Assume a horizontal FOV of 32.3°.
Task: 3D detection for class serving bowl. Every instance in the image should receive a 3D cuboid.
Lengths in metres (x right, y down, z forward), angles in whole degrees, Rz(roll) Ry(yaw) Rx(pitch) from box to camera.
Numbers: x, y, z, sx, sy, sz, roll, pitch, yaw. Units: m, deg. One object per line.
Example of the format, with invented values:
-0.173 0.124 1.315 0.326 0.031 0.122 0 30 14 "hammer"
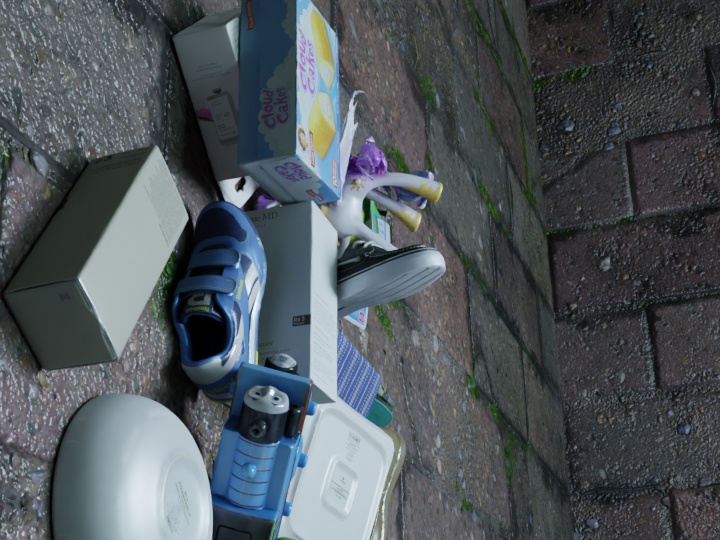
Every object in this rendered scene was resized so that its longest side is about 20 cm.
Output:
-0.169 0.196 1.011 0.200 0.065 0.201 -9 90 -72 "serving bowl"

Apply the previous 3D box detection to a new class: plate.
-0.031 0.234 1.347 0.200 0.032 0.201 43 54 -43 "plate"

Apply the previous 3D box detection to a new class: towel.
-0.039 0.154 1.430 0.145 0.024 0.200 -64 153 -14 "towel"

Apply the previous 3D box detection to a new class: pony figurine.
-0.014 -0.094 1.414 0.166 0.199 0.194 -179 -73 -74 "pony figurine"

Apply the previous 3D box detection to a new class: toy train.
-0.095 0.178 1.136 0.114 0.086 0.201 -72 176 -74 "toy train"

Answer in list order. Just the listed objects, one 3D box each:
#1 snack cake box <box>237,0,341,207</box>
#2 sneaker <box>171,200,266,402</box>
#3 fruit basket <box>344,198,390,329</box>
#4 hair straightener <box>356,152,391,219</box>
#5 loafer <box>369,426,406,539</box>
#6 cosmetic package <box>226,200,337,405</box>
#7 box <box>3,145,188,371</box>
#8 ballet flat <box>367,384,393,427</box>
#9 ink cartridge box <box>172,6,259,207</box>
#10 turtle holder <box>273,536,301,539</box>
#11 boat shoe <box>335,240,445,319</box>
-0.072 -0.179 1.286 0.115 0.067 0.201 45 40 -61 "snack cake box"
-0.137 0.021 1.194 0.082 0.074 0.201 40 43 -62 "sneaker"
-0.034 -0.043 1.527 0.200 0.093 0.186 43 41 -58 "fruit basket"
0.004 -0.067 1.682 0.041 0.077 0.201 48 36 -63 "hair straightener"
-0.006 0.272 1.467 0.067 0.076 0.201 44 52 -44 "loafer"
-0.086 0.038 1.285 0.081 0.112 0.201 49 35 -60 "cosmetic package"
-0.205 -0.014 0.997 0.200 0.068 0.082 -73 149 -55 "box"
-0.018 0.137 1.555 0.200 0.074 0.075 59 28 -55 "ballet flat"
-0.125 -0.173 1.336 0.117 0.067 0.201 -60 138 -63 "ink cartridge box"
-0.105 0.322 1.031 0.132 0.140 0.187 99 -15 -82 "turtle holder"
0.000 0.000 1.337 0.072 0.199 0.071 17 60 -51 "boat shoe"
